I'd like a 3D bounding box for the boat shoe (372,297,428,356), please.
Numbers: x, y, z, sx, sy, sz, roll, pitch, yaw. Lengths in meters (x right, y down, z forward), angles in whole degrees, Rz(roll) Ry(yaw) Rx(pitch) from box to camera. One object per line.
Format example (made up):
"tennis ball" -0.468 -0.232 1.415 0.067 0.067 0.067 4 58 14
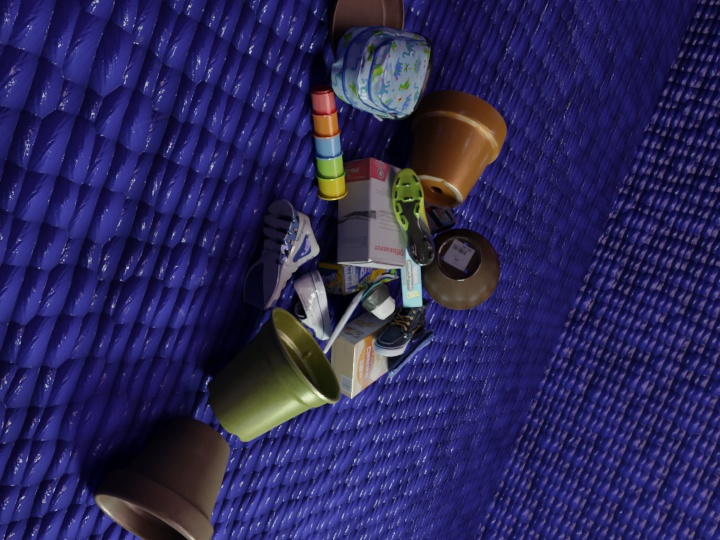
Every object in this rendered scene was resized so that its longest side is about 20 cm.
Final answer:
"boat shoe" 0.094 0.125 1.418 0.200 0.070 0.092 -25 127 -56

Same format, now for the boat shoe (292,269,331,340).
"boat shoe" -0.103 0.076 1.242 0.065 0.074 0.201 -18 137 -11

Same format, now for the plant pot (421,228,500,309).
"plant pot" 0.214 -0.015 1.327 0.188 0.186 0.200 -64 168 -2

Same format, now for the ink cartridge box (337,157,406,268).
"ink cartridge box" 0.026 -0.107 1.222 0.145 0.084 0.202 7 81 -56

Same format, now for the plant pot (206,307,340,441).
"plant pot" -0.165 0.202 1.098 0.184 0.201 0.200 -37 147 7

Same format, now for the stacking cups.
"stacking cups" -0.057 -0.232 1.109 0.060 0.060 0.202 -33 133 -40

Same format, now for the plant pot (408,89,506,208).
"plant pot" 0.184 -0.240 1.287 0.200 0.199 0.185 49 59 -55

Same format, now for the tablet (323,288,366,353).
"tablet" -0.027 0.094 1.297 0.131 0.014 0.200 -59 177 14

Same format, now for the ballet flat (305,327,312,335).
"ballet flat" -0.172 0.189 1.216 0.201 0.070 0.071 -54 146 -17

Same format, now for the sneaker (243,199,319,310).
"sneaker" -0.130 -0.021 1.115 0.115 0.080 0.201 10 100 -55

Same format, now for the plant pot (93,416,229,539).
"plant pot" -0.306 0.349 1.024 0.201 0.198 0.175 78 30 -43

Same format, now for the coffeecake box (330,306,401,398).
"coffeecake box" 0.019 0.186 1.471 0.199 0.073 0.155 -29 131 -44

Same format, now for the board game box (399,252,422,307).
"board game box" 0.110 -0.041 1.403 0.152 0.046 0.201 -91 174 -50

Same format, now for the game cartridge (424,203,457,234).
"game cartridge" 0.149 -0.143 1.374 0.038 0.130 0.200 -42 170 26

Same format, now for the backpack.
"backpack" 0.038 -0.342 1.049 0.199 0.154 0.164 3 115 -42

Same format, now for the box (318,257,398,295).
"box" 0.000 0.000 1.315 0.199 0.070 0.065 -14 107 -51

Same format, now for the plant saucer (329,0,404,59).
"plant saucer" 0.005 -0.434 1.084 0.200 0.036 0.202 -35 137 -40

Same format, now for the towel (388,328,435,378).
"towel" 0.124 0.208 1.494 0.145 0.024 0.200 -43 168 -7

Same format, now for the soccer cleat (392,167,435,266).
"soccer cleat" 0.103 -0.107 1.229 0.084 0.064 0.202 -95 170 -74

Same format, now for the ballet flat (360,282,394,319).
"ballet flat" 0.042 0.069 1.330 0.068 0.069 0.200 -41 176 -3
